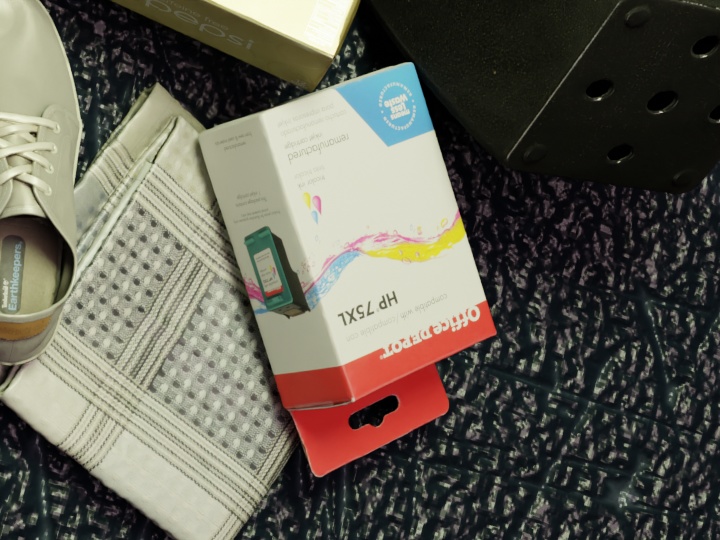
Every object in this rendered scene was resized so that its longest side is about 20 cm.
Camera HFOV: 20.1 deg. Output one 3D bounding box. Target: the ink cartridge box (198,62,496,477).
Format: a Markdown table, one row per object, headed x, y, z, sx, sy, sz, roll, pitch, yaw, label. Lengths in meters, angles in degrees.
| x | y | z | sx | sy | sz | roll | pitch | yaw | label |
| --- | --- | --- | --- | --- | --- | --- | --- | --- | --- |
| 0.000 | 0.000 | 1.121 | 0.116 | 0.067 | 0.202 | -23 | 97 | -38 | ink cartridge box |

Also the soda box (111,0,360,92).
| x | y | z | sx | sy | sz | roll | pitch | yaw | label |
| --- | --- | --- | --- | --- | --- | --- | --- | --- | --- |
| -0.096 | -0.168 | 1.054 | 0.198 | 0.068 | 0.065 | 25 | 76 | -6 | soda box |

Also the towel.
| x | y | z | sx | sy | sz | roll | pitch | yaw | label |
| --- | --- | --- | --- | --- | --- | --- | --- | --- | --- |
| -0.097 | 0.030 | 1.109 | 0.200 | 0.034 | 0.193 | 43 | 69 | -23 | towel |

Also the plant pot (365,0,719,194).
| x | y | z | sx | sy | sz | roll | pitch | yaw | label |
| --- | --- | --- | --- | --- | --- | --- | --- | --- | --- |
| 0.138 | -0.158 | 1.117 | 0.198 | 0.200 | 0.179 | 6 | 48 | -31 | plant pot |

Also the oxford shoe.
| x | y | z | sx | sy | sz | roll | pitch | yaw | label |
| --- | --- | --- | --- | --- | --- | --- | --- | --- | --- |
| -0.176 | -0.054 | 1.036 | 0.074 | 0.058 | 0.202 | 1 | 77 | -17 | oxford shoe |
